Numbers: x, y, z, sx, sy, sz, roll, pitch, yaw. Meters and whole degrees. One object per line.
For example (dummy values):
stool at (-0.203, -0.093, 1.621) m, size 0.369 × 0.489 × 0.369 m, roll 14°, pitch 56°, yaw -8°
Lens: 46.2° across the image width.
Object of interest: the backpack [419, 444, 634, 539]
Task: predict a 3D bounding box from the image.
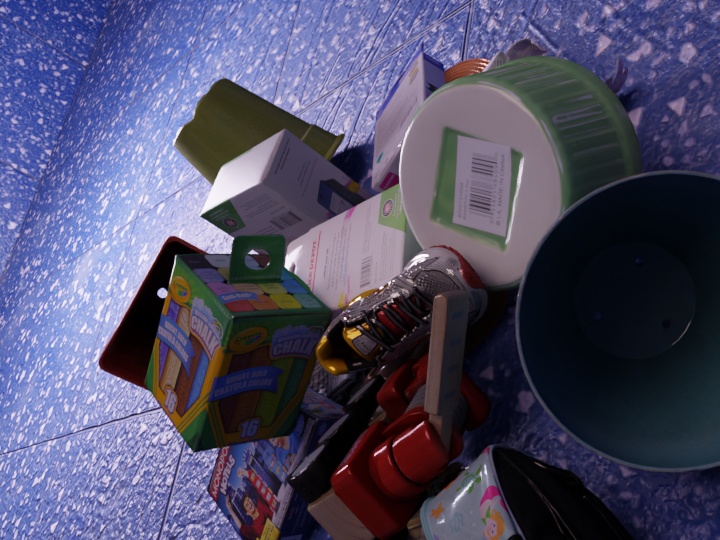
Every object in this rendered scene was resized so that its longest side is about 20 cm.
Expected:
backpack at (0.126, 0.223, 0.570) m, size 0.151 × 0.177 × 0.200 m, roll -44°, pitch 41°, yaw 20°

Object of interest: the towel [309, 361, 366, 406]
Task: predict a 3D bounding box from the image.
towel at (-0.060, 0.112, 1.023) m, size 0.192 × 0.034 × 0.200 m, roll -38°, pitch 44°, yaw 40°

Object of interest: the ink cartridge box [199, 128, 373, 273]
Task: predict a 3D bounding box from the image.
ink cartridge box at (-0.072, -0.066, 1.051) m, size 0.145 × 0.200 × 0.088 m, roll -20°, pitch 43°, yaw 48°

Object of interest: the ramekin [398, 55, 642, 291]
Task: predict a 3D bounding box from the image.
ramekin at (0.126, -0.078, 0.723) m, size 0.200 × 0.098 × 0.201 m, roll 18°, pitch 115°, yaw 43°

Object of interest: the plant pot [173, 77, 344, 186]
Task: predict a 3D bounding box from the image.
plant pot at (-0.157, -0.169, 1.203) m, size 0.200 × 0.190 × 0.200 m, roll -52°, pitch 11°, yaw 14°

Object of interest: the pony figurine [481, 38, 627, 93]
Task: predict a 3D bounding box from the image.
pony figurine at (0.163, -0.121, 0.838) m, size 0.193 × 0.166 × 0.200 m, roll -34°, pitch 55°, yaw 47°

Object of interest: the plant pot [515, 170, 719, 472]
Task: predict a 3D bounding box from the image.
plant pot at (0.213, 0.029, 0.619) m, size 0.200 × 0.200 × 0.135 m, roll -55°, pitch -4°, yaw 9°

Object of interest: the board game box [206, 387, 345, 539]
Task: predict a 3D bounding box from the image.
board game box at (-0.107, 0.200, 0.977) m, size 0.200 × 0.062 × 0.200 m, roll 38°, pitch 116°, yaw 45°

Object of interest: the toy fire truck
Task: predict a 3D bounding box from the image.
toy fire truck at (0.050, 0.105, 0.664) m, size 0.200 × 0.129 × 0.176 m, roll -42°, pitch 1°, yaw 30°

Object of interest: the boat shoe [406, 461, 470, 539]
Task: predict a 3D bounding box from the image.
boat shoe at (0.052, 0.217, 0.766) m, size 0.201 × 0.063 × 0.073 m, roll -39°, pitch 4°, yaw 38°

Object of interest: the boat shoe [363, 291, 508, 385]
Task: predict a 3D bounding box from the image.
boat shoe at (0.069, 0.070, 0.869) m, size 0.200 × 0.070 × 0.070 m, roll -51°, pitch 37°, yaw 16°

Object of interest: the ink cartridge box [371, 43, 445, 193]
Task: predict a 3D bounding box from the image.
ink cartridge box at (0.060, -0.187, 1.037) m, size 0.119 × 0.042 × 0.200 m, roll -54°, pitch 20°, yaw 32°

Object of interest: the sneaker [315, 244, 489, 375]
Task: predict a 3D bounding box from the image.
sneaker at (0.034, 0.047, 0.739) m, size 0.082 × 0.078 × 0.200 m, roll -40°, pitch 2°, yaw -42°

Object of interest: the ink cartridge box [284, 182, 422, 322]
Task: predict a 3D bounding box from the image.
ink cartridge box at (0.000, 0.000, 0.887) m, size 0.200 × 0.067 × 0.117 m, roll -23°, pitch 52°, yaw 44°

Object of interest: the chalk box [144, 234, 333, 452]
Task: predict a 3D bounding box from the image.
chalk box at (-0.120, 0.060, 0.851) m, size 0.124 × 0.125 × 0.200 m, roll 41°, pitch 121°, yaw 41°

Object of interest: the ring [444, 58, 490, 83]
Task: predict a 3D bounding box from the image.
ring at (0.108, -0.174, 1.055) m, size 0.200 × 0.019 × 0.201 m, roll -33°, pitch 42°, yaw 36°

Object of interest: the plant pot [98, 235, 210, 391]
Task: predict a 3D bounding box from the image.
plant pot at (-0.239, 0.067, 1.208) m, size 0.200 × 0.200 × 0.176 m, roll -60°, pitch 20°, yaw 1°
